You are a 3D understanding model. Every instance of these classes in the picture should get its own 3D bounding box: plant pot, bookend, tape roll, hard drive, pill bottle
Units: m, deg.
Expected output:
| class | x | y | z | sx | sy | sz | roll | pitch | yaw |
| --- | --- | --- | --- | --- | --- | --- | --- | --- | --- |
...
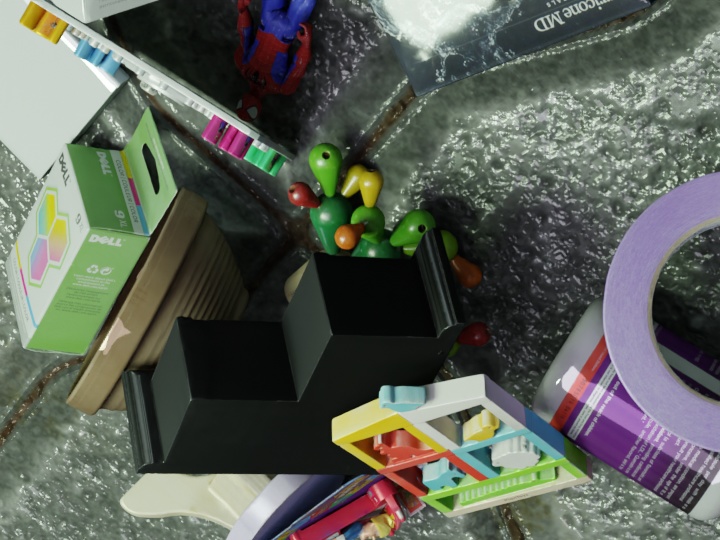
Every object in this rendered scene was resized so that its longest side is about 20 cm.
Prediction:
| class | x | y | z | sx | sy | sz | roll | pitch | yaw |
| --- | --- | --- | --- | --- | --- | --- | --- | --- | --- |
| plant pot | -0.153 | 0.040 | 1.631 | 0.093 | 0.201 | 0.201 | 28 | 125 | -8 |
| bookend | -0.054 | 0.061 | 1.483 | 0.200 | 0.092 | 0.199 | 2 | 141 | -21 |
| tape roll | 0.273 | 0.030 | 1.430 | 0.200 | 0.066 | 0.200 | 0 | 87 | 9 |
| hard drive | -0.301 | -0.189 | 1.680 | 0.200 | 0.027 | 0.132 | 46 | 125 | -1 |
| pill bottle | 0.237 | 0.113 | 1.520 | 0.200 | 0.112 | 0.113 | 32 | 125 | 8 |

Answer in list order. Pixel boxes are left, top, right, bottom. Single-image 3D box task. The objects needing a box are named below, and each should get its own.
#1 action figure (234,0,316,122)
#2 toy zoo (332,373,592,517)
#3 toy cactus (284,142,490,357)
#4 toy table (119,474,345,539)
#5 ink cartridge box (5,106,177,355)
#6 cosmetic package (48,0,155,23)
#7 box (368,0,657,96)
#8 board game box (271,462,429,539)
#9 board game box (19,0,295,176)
| class | x | y | z | sx | sy | sz | roll | pitch | yaw |
| --- | --- | --- | --- | --- | --- | --- | --- | --- | --- |
| action figure | -0.061 | -0.197 | 1.547 | 0.065 | 0.052 | 0.200 | 27 | 126 | 8 |
| toy zoo | 0.070 | 0.128 | 1.492 | 0.131 | 0.020 | 0.200 | -19 | 145 | 28 |
| toy cactus | 0.000 | 0.000 | 1.600 | 0.200 | 0.102 | 0.165 | 48 | 136 | -15 |
| toy table | -0.098 | 0.171 | 1.687 | 0.117 | 0.184 | 0.200 | 44 | 159 | 11 |
| ink cartridge box | -0.228 | -0.035 | 1.672 | 0.059 | 0.104 | 0.200 | 9 | 132 | -31 |
| cosmetic package | -0.208 | -0.316 | 1.457 | 0.199 | 0.123 | 0.200 | 34 | 137 | 44 |
| box | 0.095 | -0.256 | 1.398 | 0.197 | 0.117 | 0.200 | -19 | 107 | 32 |
| board game box | -0.008 | 0.211 | 1.647 | 0.200 | 0.158 | 0.039 | -39 | 75 | 24 |
| board game box | -0.152 | -0.137 | 1.531 | 0.200 | 0.200 | 0.026 | 32 | 92 | 6 |
